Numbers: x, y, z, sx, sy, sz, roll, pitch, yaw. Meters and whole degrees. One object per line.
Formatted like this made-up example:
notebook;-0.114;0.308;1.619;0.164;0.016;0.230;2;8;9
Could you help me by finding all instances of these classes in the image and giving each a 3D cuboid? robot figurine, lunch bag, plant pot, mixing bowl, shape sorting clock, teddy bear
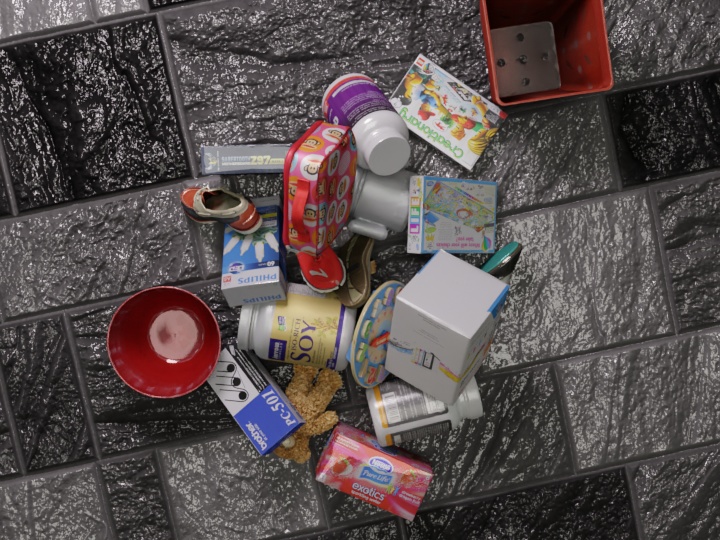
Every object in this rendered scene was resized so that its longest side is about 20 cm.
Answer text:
robot figurine;0.034;-0.140;1.401;0.200;0.113;0.170;17;72;-3
lunch bag;-0.071;-0.125;1.255;0.082;0.176;0.200;16;129;13
plant pot;0.307;-0.391;1.362;0.200;0.176;0.200;-9;94;-2
mixing bowl;-0.347;0.125;1.408;0.200;0.108;0.200;0;93;-1
shape sorting clock;0.041;0.116;1.385;0.039;0.200;0.200;21;93;29
teddy bear;-0.111;0.262;1.445;0.145;0.067;0.200;41;91;-1

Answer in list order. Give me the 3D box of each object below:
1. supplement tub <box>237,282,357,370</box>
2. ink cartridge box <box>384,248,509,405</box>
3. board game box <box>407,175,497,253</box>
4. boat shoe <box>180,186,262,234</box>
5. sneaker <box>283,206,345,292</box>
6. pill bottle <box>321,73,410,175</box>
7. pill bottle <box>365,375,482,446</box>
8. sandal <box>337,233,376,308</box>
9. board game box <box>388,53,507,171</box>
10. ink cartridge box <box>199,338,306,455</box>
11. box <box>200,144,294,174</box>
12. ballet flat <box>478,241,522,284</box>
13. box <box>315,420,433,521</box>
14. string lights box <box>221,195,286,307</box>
supplement tub;-0.113;0.097;1.395;0.200;0.145;0.146;9;93;-2
ink cartridge box;0.147;0.102;1.341;0.145;0.200;0.147;29;51;20
board game box;0.168;-0.098;1.388;0.200;0.034;0.135;-1;94;-41
boat shoe;-0.258;-0.119;1.369;0.200;0.063;0.071;21;69;38
sneaker;-0.093;-0.046;1.376;0.077;0.085;0.200;-30;58;-1
pill bottle;0.012;-0.253;1.345;0.112;0.200;0.113;-14;135;-15
pill bottle;0.117;0.248;1.427;0.200;0.116;0.116;-14;94;-2
sandal;0.000;0.000;1.391;0.080;0.200;0.054;-27;128;25
board game box;0.156;-0.292;1.434;0.200;0.035;0.126;33;92;-4
ink cartridge box;-0.199;0.231;1.419;0.094;0.044;0.200;-41;74;3
box;-0.186;-0.193;1.347;0.158;0.200;0.051;-2;97;-1
ballet flat;0.230;0.025;1.446;0.200;0.068;0.068;-34;104;11
box;0.025;0.372;1.441;0.200;0.095;0.100;25;92;-3
string lights box;-0.186;-0.036;1.366;0.103;0.059;0.200;-8;51;4
